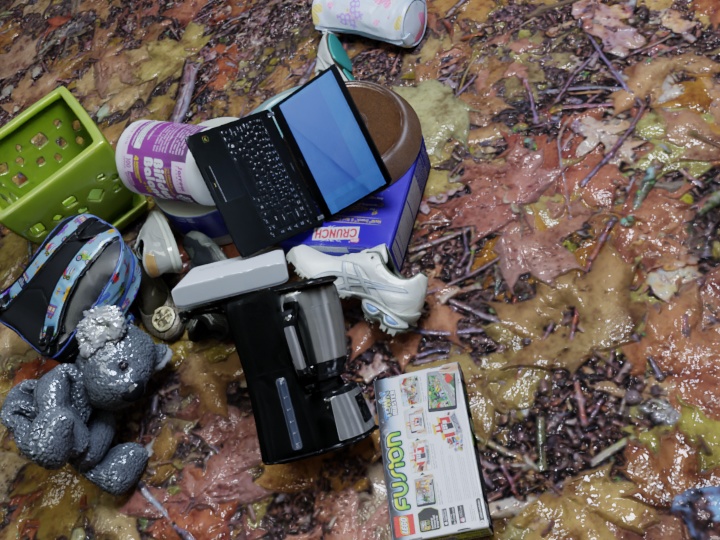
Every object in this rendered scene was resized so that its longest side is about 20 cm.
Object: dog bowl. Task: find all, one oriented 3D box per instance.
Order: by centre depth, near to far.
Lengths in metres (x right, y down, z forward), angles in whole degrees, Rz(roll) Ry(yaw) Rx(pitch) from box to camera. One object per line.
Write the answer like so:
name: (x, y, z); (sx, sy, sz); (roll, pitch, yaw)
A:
dog bowl: (-0.224, -0.142, 1.223); (0.200, 0.079, 0.200); (-10, 56, 14)

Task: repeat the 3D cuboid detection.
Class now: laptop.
laptop: (-0.094, -0.142, 1.010); (0.200, 0.103, 0.177); (-25, 87, -24)

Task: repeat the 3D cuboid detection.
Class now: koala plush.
koala plush: (-0.346, 0.151, 1.019); (0.184, 0.177, 0.200); (26, 77, 39)

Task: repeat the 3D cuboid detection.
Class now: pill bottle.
pill bottle: (-0.243, -0.153, 1.118); (0.200, 0.112, 0.112); (11, 63, 27)

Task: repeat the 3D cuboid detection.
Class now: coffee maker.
coffee maker: (-0.092, 0.121, 0.933); (0.192, 0.135, 0.200); (-15, 87, 33)

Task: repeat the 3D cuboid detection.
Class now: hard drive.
hard drive: (-0.158, 0.005, 0.977); (0.132, 0.200, 0.027); (-14, 98, -5)

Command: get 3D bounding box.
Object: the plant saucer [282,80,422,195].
plant saucer: (-0.014, -0.195, 1.091); (0.200, 0.035, 0.201); (-3, 63, 5)

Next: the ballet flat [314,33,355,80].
ballet flat: (-0.042, -0.317, 1.283); (0.069, 0.069, 0.200); (-25, 54, 4)

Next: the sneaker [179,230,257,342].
sneaker: (-0.226, 0.026, 1.116); (0.114, 0.076, 0.199); (-35, 58, -12)

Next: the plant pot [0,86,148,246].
plant pot: (-0.474, -0.140, 1.254); (0.199, 0.182, 0.200); (-39, 54, -6)

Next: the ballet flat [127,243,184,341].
ballet flat: (-0.317, 0.026, 1.169); (0.067, 0.046, 0.200); (-33, 53, -1)

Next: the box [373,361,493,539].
box: (0.081, 0.212, 0.903); (0.110, 0.035, 0.200); (-14, 55, 12)

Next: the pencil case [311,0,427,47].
pencil case: (0.014, -0.433, 1.319); (0.200, 0.083, 0.091); (18, 65, 29)

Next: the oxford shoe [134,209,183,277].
oxford shoe: (-0.307, -0.041, 1.156); (0.058, 0.075, 0.200); (-20, 25, -13)

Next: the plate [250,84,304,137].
plate: (-0.096, -0.213, 1.158); (0.200, 0.026, 0.200); (-9, 55, 13)

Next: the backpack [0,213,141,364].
backpack: (-0.404, 0.028, 1.130); (0.182, 0.135, 0.200); (25, 79, 33)

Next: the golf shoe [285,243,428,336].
golf shoe: (0.000, 0.000, 1.018); (0.200, 0.078, 0.097); (28, 104, 16)

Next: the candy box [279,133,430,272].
candy box: (-0.004, -0.098, 1.112); (0.169, 0.077, 0.200); (6, 60, 23)
